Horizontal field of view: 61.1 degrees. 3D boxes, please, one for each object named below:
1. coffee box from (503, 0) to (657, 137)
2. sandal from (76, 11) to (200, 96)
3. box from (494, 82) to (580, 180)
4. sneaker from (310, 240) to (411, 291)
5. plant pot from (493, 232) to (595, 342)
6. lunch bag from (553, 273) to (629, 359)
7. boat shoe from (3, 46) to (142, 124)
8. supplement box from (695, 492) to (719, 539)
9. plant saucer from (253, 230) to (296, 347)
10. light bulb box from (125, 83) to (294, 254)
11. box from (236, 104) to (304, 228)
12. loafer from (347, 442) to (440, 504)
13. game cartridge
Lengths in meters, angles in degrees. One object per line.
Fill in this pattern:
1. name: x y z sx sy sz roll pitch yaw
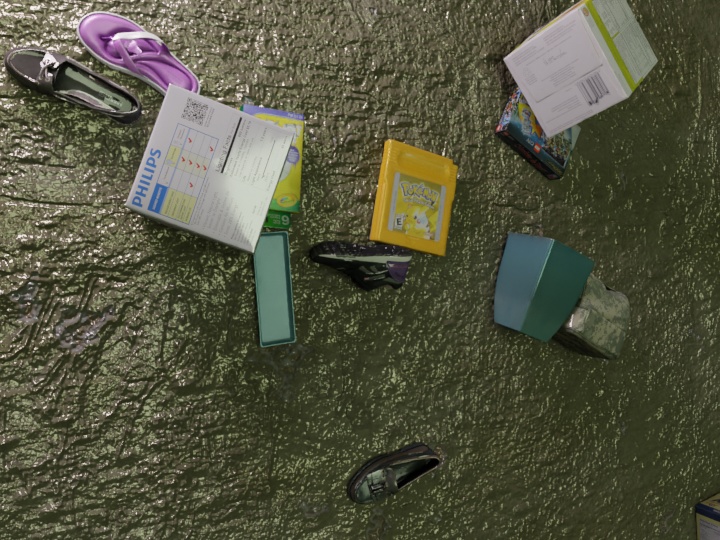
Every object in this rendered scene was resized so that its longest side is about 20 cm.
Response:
1. coffee box: 0.465 -0.446 1.292 0.198 0.199 0.201 -44 104 -35
2. sandal: -0.341 -0.342 0.964 0.201 0.050 0.083 27 78 -27
3. box: 0.405 -0.317 1.384 0.199 0.038 0.138 31 76 -26
4. sneaker: 0.000 0.000 1.152 0.197 0.076 0.089 4 110 -19
5. plant pot: 0.381 0.041 1.329 0.140 0.141 0.202 22 88 -27
6. lunch bag: 0.521 0.093 1.403 0.199 0.139 0.170 30 78 -27
7. boat shoe: -0.424 -0.282 0.915 0.198 0.057 0.068 21 81 -28
8. supplement box: 1.075 0.756 1.733 0.198 0.134 0.203 -9 96 -28
9. plant saucer: -0.157 0.032 1.096 0.069 0.019 0.203 -6 95 -29
10. light bulb box: -0.229 -0.149 0.956 0.198 0.125 0.201 20 86 -10
11. box: -0.163 -0.178 1.070 0.116 0.048 0.203 2 92 -28
12. loafer: 0.070 0.401 1.206 0.198 0.063 0.073 -21 101 -27
13. game cartridge: 0.112 -0.142 1.231 0.174 0.032 0.203 11 88 -29
